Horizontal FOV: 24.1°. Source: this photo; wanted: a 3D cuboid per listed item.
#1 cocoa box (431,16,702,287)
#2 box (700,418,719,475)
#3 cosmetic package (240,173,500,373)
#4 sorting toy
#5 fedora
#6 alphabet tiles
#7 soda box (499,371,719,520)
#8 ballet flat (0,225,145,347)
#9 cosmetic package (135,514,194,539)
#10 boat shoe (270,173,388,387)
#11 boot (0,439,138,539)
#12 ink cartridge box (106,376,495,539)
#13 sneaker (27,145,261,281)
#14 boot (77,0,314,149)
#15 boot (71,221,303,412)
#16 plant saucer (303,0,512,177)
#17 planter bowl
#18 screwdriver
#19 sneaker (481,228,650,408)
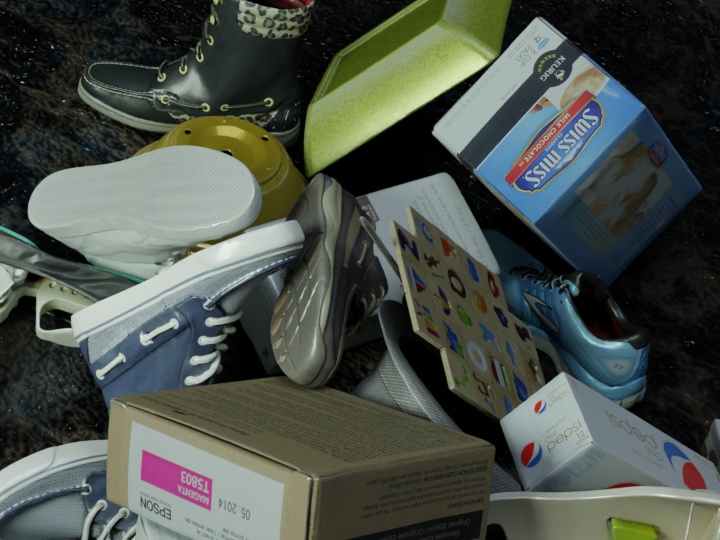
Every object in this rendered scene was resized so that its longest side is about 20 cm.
[{"bbox_3d":[0.179,-0.092,1.417,0.131,0.133,0.200,46,6,29],"label":"cocoa box"},{"bbox_3d":[0.297,0.200,1.277,0.041,0.039,0.200,7,43,-7],"label":"box"},{"bbox_3d":[0.000,0.000,1.350,0.200,0.074,0.102,-18,72,-33],"label":"cosmetic package"},{"bbox_3d":[0.148,0.226,1.125,0.180,0.201,0.107,11,2,2],"label":"sorting toy"},{"bbox_3d":[0.051,0.125,1.213,0.200,0.090,0.177,47,12,-3],"label":"fedora"},{"bbox_3d":[0.086,0.044,1.252,0.200,0.006,0.167,36,32,-45],"label":"alphabet tiles"},{"bbox_3d":[0.191,0.149,1.209,0.200,0.064,0.068,32,28,-39],"label":"soda box"},{"bbox_3d":[-0.250,0.014,1.300,0.200,0.068,0.068,18,54,3],"label":"ballet flat"},{"bbox_3d":[-0.047,0.215,1.102,0.199,0.102,0.074,4,11,-15],"label":"cosmetic package"},{"bbox_3d":[-0.015,0.008,1.223,0.073,0.075,0.200,25,40,-19],"label":"boat shoe"},{"bbox_3d":[-0.163,0.166,1.151,0.200,0.073,0.090,-13,48,-31],"label":"boot"},{"bbox_3d":[-0.041,0.130,1.086,0.165,0.075,0.200,-5,14,-44],"label":"ink cartridge box"},{"bbox_3d":[-0.142,-0.036,1.296,0.200,0.116,0.074,0,63,29],"label":"sneaker"},{"bbox_3d":[-0.142,-0.195,1.485,0.203,0.154,0.074,12,39,-2],"label":"boot"},{"bbox_3d":[-0.112,0.039,1.213,0.073,0.200,0.091,-15,81,-62],"label":"boot"},{"bbox_3d":[0.034,-0.184,1.476,0.048,0.200,0.200,53,22,-16],"label":"plant saucer"},{"bbox_3d":[-0.117,-0.071,1.414,0.200,0.084,0.201,8,42,-7],"label":"planter bowl"},{"bbox_3d":[0.034,0.003,1.236,0.029,0.200,0.028,-16,62,6],"label":"screwdriver"},{"bbox_3d":[0.168,0.022,1.392,0.078,0.090,0.200,-27,56,-37],"label":"sneaker"}]
